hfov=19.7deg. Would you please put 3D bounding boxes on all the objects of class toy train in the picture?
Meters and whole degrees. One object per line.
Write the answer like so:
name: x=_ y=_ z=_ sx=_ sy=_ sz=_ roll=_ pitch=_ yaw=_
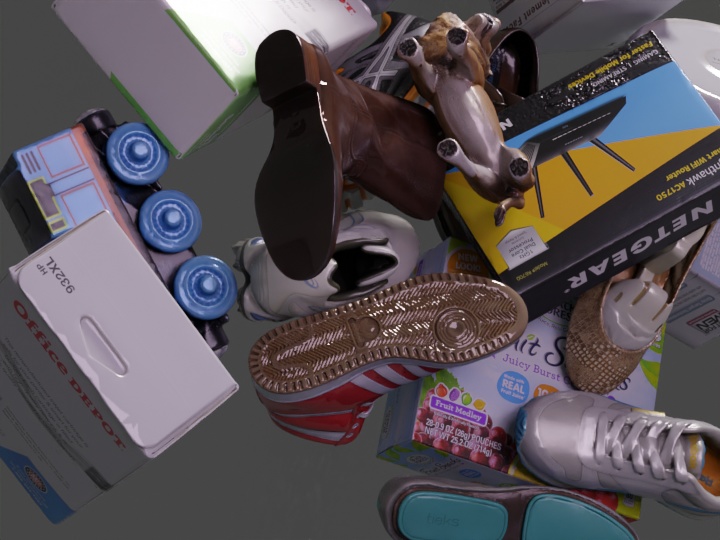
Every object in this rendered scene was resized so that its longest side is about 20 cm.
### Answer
toy train: x=-0.170 y=-0.014 z=1.459 sx=0.114 sy=0.087 sz=0.200 roll=-26 pitch=86 yaw=-23

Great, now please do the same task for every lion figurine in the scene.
lion figurine: x=0.083 y=-0.106 z=1.499 sx=0.072 sy=0.122 sz=0.200 roll=-18 pitch=70 yaw=10

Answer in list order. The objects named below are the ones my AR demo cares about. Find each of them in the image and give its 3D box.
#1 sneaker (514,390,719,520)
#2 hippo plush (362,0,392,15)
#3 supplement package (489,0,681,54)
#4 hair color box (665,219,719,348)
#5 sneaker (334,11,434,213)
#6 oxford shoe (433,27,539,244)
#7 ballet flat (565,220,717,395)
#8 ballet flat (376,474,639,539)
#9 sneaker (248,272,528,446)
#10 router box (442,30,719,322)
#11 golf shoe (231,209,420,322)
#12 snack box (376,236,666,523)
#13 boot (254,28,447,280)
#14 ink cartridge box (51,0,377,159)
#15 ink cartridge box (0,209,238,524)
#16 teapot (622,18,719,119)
sneaker: x=0.207 y=0.130 z=1.520 sx=0.200 sy=0.081 sz=0.077 roll=15 pitch=71 yaw=-21
hippo plush: x=0.030 y=-0.315 z=1.615 sx=0.159 sy=0.200 sz=0.161 roll=44 pitch=47 yaw=-33
supplement package: x=0.167 y=-0.290 z=1.706 sx=0.117 sy=0.117 sz=0.200 roll=-9 pitch=77 yaw=-32
hair color box: x=0.221 y=-0.020 z=1.647 sx=0.200 sy=0.099 sz=0.061 roll=30 pitch=61 yaw=-15
sneaker: x=0.004 y=-0.122 z=1.597 sx=0.077 sy=0.078 sz=0.200 roll=31 pitch=61 yaw=17
oxford shoe: x=0.100 y=-0.104 z=1.626 sx=0.073 sy=0.084 sz=0.200 roll=17 pitch=67 yaw=-23
ballet flat: x=0.214 y=0.000 z=1.550 sx=0.070 sy=0.065 sz=0.200 roll=28 pitch=77 yaw=-15
ballet flat: x=0.108 y=0.184 z=1.527 sx=0.200 sy=0.064 sz=0.068 roll=12 pitch=93 yaw=-13
sneaker: x=0.021 y=0.066 z=1.489 sx=0.200 sy=0.113 sz=0.071 roll=-13 pitch=64 yaw=-4
router box: x=0.169 y=-0.070 z=1.536 sx=0.200 sy=0.051 sz=0.149 roll=-29 pitch=58 yaw=-3
golf shoe: x=0.000 y=0.000 z=1.506 sx=0.200 sy=0.097 sz=0.079 roll=-19 pitch=103 yaw=-52
snack box: x=0.125 y=0.089 z=1.577 sx=0.200 sy=0.068 sz=0.169 roll=22 pitch=64 yaw=-21
boot: x=0.005 y=-0.058 z=1.454 sx=0.200 sy=0.064 sz=0.187 roll=28 pitch=54 yaw=-55
ink cartridge box: x=-0.102 y=-0.184 z=1.506 sx=0.146 sy=0.084 sz=0.200 roll=50 pitch=36 yaw=5
ink cartridge box: x=-0.184 y=0.067 z=1.349 sx=0.084 sy=0.200 sz=0.145 roll=-37 pitch=91 yaw=-32
teapot: x=0.284 y=-0.103 z=1.687 sx=0.200 sy=0.146 sz=0.197 roll=31 pitch=32 yaw=23
